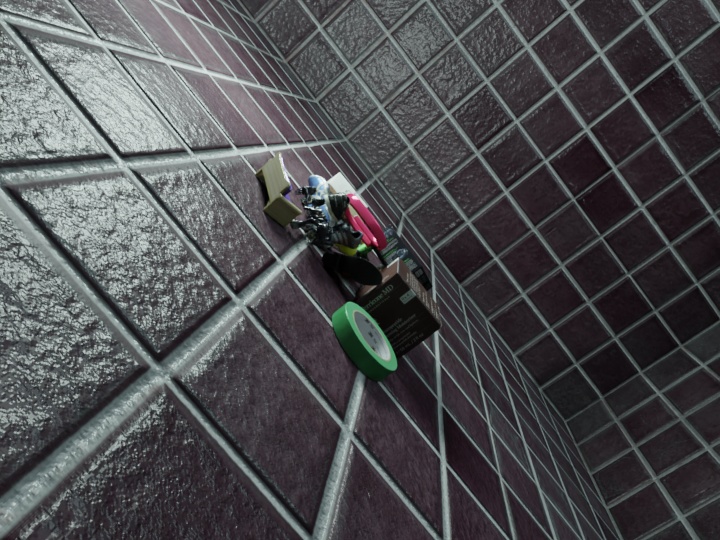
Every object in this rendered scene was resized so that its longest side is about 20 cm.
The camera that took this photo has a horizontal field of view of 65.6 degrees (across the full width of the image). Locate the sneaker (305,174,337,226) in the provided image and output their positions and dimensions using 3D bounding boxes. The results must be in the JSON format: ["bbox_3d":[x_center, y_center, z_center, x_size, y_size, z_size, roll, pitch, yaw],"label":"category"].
[{"bbox_3d":[-0.131,-0.211,1.721,0.076,0.076,0.202,-6,62,-26],"label":"sneaker"}]

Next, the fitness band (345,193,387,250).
[{"bbox_3d":[0.010,-0.143,1.685,0.201,0.037,0.144,52,-15,13],"label":"fitness band"}]

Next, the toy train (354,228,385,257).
[{"bbox_3d":[0.026,-0.080,1.827,0.042,0.056,0.199,52,48,1],"label":"toy train"}]

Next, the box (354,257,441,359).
[{"bbox_3d":[0.107,0.104,1.593,0.201,0.165,0.164,49,15,-10],"label":"box"}]

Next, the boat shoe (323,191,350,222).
[{"bbox_3d":[-0.058,-0.185,1.612,0.200,0.067,0.073,33,36,-86],"label":"boat shoe"}]

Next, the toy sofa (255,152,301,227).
[{"bbox_3d":[-0.211,-0.220,1.501,0.083,0.097,0.201,40,18,-39],"label":"toy sofa"}]

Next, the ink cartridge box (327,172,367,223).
[{"bbox_3d":[-0.053,-0.244,2.026,0.201,0.068,0.116,50,-25,-12],"label":"ink cartridge box"}]

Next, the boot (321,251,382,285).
[{"bbox_3d":[0.000,0.000,1.610,0.186,0.070,0.200,13,0,19],"label":"boot"}]

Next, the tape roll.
[{"bbox_3d":[0.011,0.172,1.365,0.201,0.048,0.201,49,14,-17],"label":"tape roll"}]

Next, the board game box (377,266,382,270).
[{"bbox_3d":[0.121,0.077,1.737,0.201,0.030,0.096,53,-2,-12],"label":"board game box"}]

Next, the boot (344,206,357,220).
[{"bbox_3d":[-0.050,-0.204,1.915,0.200,0.071,0.144,33,-7,15],"label":"boot"}]

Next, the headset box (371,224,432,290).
[{"bbox_3d":[0.124,-0.025,1.781,0.201,0.092,0.174,55,1,29],"label":"headset box"}]

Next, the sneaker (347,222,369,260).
[{"bbox_3d":[-0.009,-0.091,1.890,0.078,0.077,0.202,35,24,-55],"label":"sneaker"}]

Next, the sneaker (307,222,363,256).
[{"bbox_3d":[-0.075,-0.110,1.654,0.198,0.081,0.074,15,29,-42],"label":"sneaker"}]

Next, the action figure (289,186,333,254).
[{"bbox_3d":[-0.129,-0.124,1.519,0.119,0.101,0.202,55,17,-57],"label":"action figure"}]

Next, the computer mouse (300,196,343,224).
[{"bbox_3d":[-0.109,-0.183,1.836,0.200,0.053,0.139,49,13,-14],"label":"computer mouse"}]

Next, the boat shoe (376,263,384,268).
[{"bbox_3d":[0.118,0.060,1.940,0.200,0.071,0.072,50,14,-16],"label":"boat shoe"}]
